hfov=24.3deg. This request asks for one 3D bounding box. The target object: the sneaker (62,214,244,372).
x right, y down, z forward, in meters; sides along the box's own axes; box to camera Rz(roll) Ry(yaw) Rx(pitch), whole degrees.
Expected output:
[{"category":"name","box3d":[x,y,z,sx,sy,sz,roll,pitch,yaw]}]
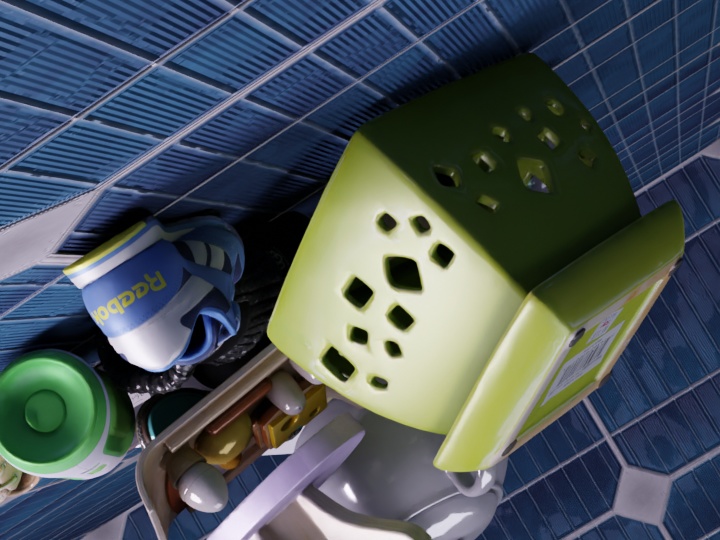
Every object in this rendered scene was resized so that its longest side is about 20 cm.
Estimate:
[{"category":"sneaker","box3d":[-0.109,0.017,0.989,0.074,0.083,0.200,-34,176,13]}]

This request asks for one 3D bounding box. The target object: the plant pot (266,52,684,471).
[{"category":"plant pot","box3d":[0.086,0.003,1.109,0.199,0.181,0.200,-29,154,-43]}]

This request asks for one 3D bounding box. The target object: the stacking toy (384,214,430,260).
[{"category":"stacking toy","box3d":[0.000,0.000,1.436,0.085,0.086,0.200,-27,177,-34]}]

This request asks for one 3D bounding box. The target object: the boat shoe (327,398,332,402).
[{"category":"boat shoe","box3d":[-0.011,0.040,1.370,0.062,0.074,0.202,-5,134,-2]}]

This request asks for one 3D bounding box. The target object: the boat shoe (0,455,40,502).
[{"category":"boat shoe","box3d":[-0.275,0.139,1.229,0.071,0.065,0.200,-31,174,2]}]

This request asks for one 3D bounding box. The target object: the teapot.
[{"category":"teapot","box3d":[0.049,0.173,1.378,0.197,0.147,0.200,-36,152,14]}]

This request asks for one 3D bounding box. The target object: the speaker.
[{"category":"speaker","box3d":[-0.207,0.103,1.176,0.088,0.089,0.200,-30,174,-5]}]

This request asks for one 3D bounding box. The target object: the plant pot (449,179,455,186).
[{"category":"plant pot","box3d":[0.137,-0.022,1.527,0.199,0.201,0.190,-30,162,-11]}]

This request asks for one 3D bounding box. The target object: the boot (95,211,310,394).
[{"category":"boot","box3d":[-0.119,0.049,1.185,0.157,0.080,0.211,-35,167,-37]}]

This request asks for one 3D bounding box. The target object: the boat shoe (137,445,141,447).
[{"category":"boat shoe","box3d":[-0.144,0.090,1.469,0.199,0.072,0.062,-34,176,8]}]

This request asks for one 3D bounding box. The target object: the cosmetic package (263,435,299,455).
[{"category":"cosmetic package","box3d":[-0.061,0.106,1.548,0.199,0.114,0.081,-7,-168,41]}]

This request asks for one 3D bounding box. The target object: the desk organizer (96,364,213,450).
[{"category":"desk organizer","box3d":[-0.142,0.079,1.388,0.199,0.072,0.077,-31,177,0]}]

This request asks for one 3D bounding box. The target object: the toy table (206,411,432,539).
[{"category":"toy table","box3d":[-0.037,0.213,1.254,0.183,0.117,0.200,-32,167,-45]}]

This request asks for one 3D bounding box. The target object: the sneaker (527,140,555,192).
[{"category":"sneaker","box3d":[0.120,-0.059,1.303,0.088,0.074,0.201,-50,165,-33]}]

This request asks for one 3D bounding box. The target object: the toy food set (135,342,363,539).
[{"category":"toy food set","box3d":[-0.074,0.129,1.219,0.199,0.060,0.144,-38,158,-16]}]

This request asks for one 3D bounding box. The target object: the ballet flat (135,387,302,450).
[{"category":"ballet flat","box3d":[-0.123,0.124,1.307,0.075,0.069,0.199,-17,174,35]}]
